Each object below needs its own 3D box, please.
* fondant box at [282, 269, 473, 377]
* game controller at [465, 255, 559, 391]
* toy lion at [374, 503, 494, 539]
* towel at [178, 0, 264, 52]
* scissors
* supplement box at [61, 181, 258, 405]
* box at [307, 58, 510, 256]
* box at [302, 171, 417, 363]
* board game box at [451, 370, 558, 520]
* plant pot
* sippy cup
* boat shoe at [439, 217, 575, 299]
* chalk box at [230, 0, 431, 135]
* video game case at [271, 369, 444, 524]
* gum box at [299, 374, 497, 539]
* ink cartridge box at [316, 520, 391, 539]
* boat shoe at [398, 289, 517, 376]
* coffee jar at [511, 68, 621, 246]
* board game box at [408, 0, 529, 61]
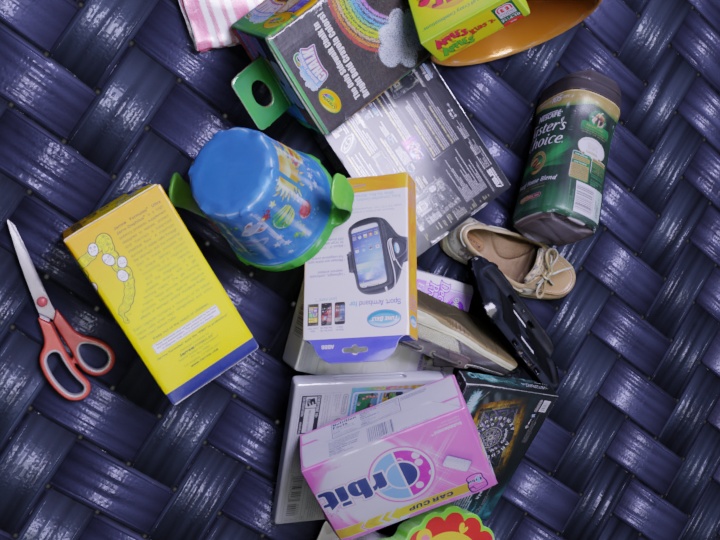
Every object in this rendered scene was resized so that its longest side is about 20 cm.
[{"bbox_3d":[0.023,0.062,1.034,0.199,0.058,0.145,14,91,-22],"label":"fondant box"},{"bbox_3d":[0.186,0.069,1.053,0.042,0.105,0.200,-22,131,25],"label":"game controller"},{"bbox_3d":[0.067,0.364,1.012,0.199,0.069,0.193,18,82,-25],"label":"toy lion"},{"bbox_3d":[-0.108,-0.334,0.955,0.199,0.030,0.147,-20,103,-17],"label":"towel"},{"bbox_3d":[-0.338,0.047,0.922,0.073,0.014,0.201,-36,108,-11],"label":"scissors"},{"bbox_3d":[-0.212,0.020,0.915,0.109,0.109,0.201,-33,106,-14],"label":"supplement box"},{"bbox_3d":[0.057,-0.134,1.014,0.160,0.044,0.201,-37,97,-13],"label":"box"},{"bbox_3d":[0.000,0.000,0.933,0.118,0.041,0.202,-4,77,18],"label":"box"},{"bbox_3d":[0.136,0.215,1.046,0.134,0.028,0.201,12,115,-27],"label":"board game box"},{"bbox_3d":[0.147,-0.354,0.971,0.199,0.200,0.185,-15,86,-18],"label":"plant pot"},{"bbox_3d":[-0.106,-0.080,0.901,0.177,0.130,0.140,-32,68,9],"label":"sippy cup"},{"bbox_3d":[0.193,-0.011,1.085,0.199,0.063,0.074,19,90,-21],"label":"boat shoe"},{"bbox_3d":[-0.047,-0.234,0.925,0.200,0.124,0.125,-37,122,-7],"label":"chalk box"},{"bbox_3d":[-0.004,0.208,1.025,0.181,0.024,0.201,0,117,-20],"label":"video game case"},{"bbox_3d":[0.035,0.211,0.962,0.199,0.066,0.114,-22,116,5],"label":"gum box"},{"bbox_3d":[0.028,0.391,1.064,0.199,0.067,0.117,24,88,-24],"label":"ink cartridge box"},{"bbox_3d":[0.093,0.078,1.000,0.200,0.072,0.066,28,111,-29],"label":"boat shoe"},{"bbox_3d":[0.250,-0.137,1.049,0.085,0.104,0.201,22,71,-18],"label":"coffee jar"},{"bbox_3d":[0.089,-0.324,0.872,0.048,0.101,0.201,21,51,-57],"label":"board game box"}]
